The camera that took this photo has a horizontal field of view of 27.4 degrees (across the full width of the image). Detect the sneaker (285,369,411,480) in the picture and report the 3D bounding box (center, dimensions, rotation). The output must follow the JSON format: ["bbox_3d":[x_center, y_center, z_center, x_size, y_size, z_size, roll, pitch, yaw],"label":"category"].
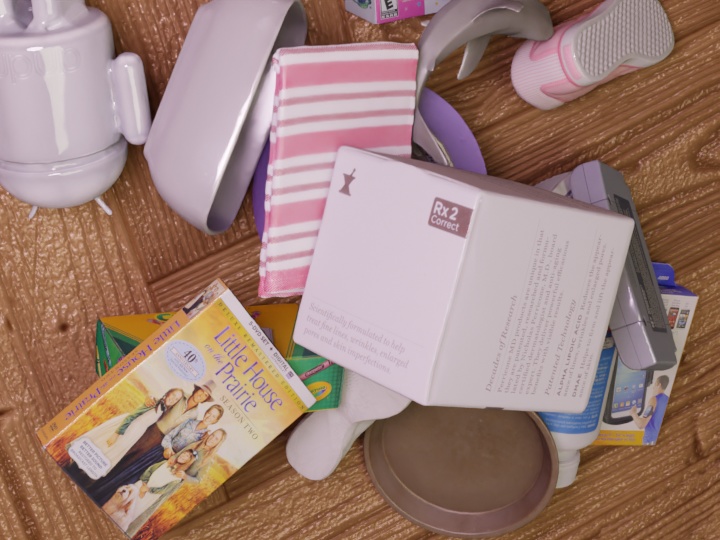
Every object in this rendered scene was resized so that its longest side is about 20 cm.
[{"bbox_3d":[0.004,0.111,1.397,0.075,0.088,0.200,44,124,1],"label":"sneaker"}]

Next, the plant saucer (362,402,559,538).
[{"bbox_3d":[0.101,0.182,1.477,0.197,0.030,0.202,7,122,11],"label":"plant saucer"}]

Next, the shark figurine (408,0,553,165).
[{"bbox_3d":[0.096,-0.195,1.243,0.215,0.089,0.129,-46,120,-29],"label":"shark figurine"}]

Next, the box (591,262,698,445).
[{"bbox_3d":[0.287,0.090,1.582,0.118,0.041,0.203,3,111,-27],"label":"box"}]

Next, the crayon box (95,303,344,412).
[{"bbox_3d":[-0.127,0.083,1.326,0.197,0.119,0.059,-4,113,-25],"label":"crayon box"}]

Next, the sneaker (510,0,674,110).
[{"bbox_3d":[0.215,-0.209,1.411,0.199,0.104,0.076,-28,97,-46],"label":"sneaker"}]

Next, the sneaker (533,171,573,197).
[{"bbox_3d":[0.179,-0.019,1.392,0.200,0.072,0.116,-29,100,-57],"label":"sneaker"}]

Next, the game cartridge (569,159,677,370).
[{"bbox_3d":[0.252,-0.002,1.420,0.133,0.041,0.203,6,67,-62],"label":"game cartridge"}]

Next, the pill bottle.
[{"bbox_3d":[0.198,0.113,1.504,0.111,0.112,0.203,0,109,-26],"label":"pill bottle"}]

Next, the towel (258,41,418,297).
[{"bbox_3d":[-0.020,-0.083,1.188,0.145,0.030,0.203,-9,110,-42],"label":"towel"}]

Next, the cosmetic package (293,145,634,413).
[{"bbox_3d":[0.083,0.008,1.180,0.198,0.164,0.167,7,100,-43],"label":"cosmetic package"}]

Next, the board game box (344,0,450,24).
[{"bbox_3d":[0.057,-0.330,1.281,0.146,0.064,0.203,-15,116,-21],"label":"board game box"}]

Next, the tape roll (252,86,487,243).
[{"bbox_3d":[0.009,-0.066,1.312,0.197,0.085,0.203,0,89,-23],"label":"tape roll"}]

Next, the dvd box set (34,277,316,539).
[{"bbox_3d":[-0.151,0.123,1.242,0.199,0.029,0.147,-40,122,-6],"label":"dvd box set"}]

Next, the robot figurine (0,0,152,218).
[{"bbox_3d":[-0.247,-0.136,1.179,0.167,0.113,0.203,3,115,17],"label":"robot figurine"}]

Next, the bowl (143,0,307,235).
[{"bbox_3d":[-0.114,-0.134,1.211,0.074,0.200,0.202,21,91,2],"label":"bowl"}]
